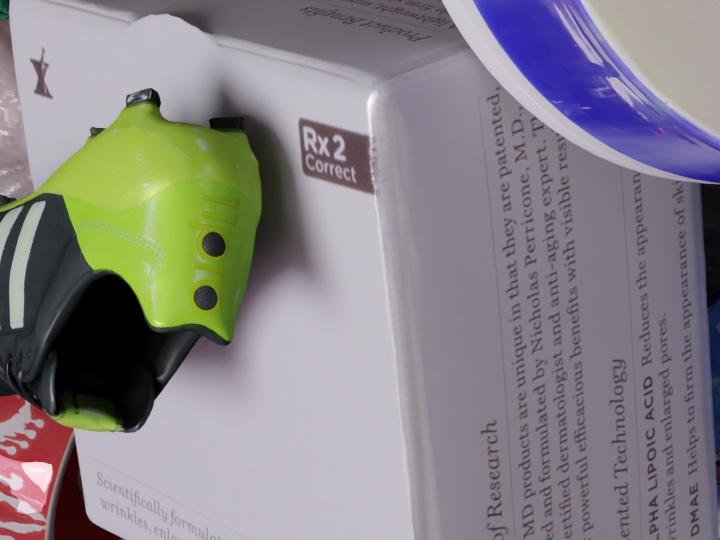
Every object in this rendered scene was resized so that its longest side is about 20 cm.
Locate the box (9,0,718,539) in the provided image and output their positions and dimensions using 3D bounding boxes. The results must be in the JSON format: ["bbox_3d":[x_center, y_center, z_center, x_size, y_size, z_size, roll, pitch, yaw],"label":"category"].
[{"bbox_3d":[0.000,0.000,0.772,0.198,0.130,0.201,19,122,49],"label":"box"}]

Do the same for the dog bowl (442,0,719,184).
[{"bbox_3d":[0.115,-0.123,0.640,0.079,0.199,0.201,10,122,69],"label":"dog bowl"}]

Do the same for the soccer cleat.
[{"bbox_3d":[-0.091,0.015,0.717,0.200,0.067,0.082,-33,49,55],"label":"soccer cleat"}]

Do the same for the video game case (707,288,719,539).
[{"bbox_3d":[0.195,0.062,0.771,0.181,0.045,0.200,50,126,2],"label":"video game case"}]

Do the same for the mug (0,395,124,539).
[{"bbox_3d":[-0.176,0.052,0.967,0.199,0.178,0.134,18,83,19],"label":"mug"}]

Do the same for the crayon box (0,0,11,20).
[{"bbox_3d":[-0.172,-0.178,0.819,0.118,0.058,0.201,-8,70,34],"label":"crayon box"}]
